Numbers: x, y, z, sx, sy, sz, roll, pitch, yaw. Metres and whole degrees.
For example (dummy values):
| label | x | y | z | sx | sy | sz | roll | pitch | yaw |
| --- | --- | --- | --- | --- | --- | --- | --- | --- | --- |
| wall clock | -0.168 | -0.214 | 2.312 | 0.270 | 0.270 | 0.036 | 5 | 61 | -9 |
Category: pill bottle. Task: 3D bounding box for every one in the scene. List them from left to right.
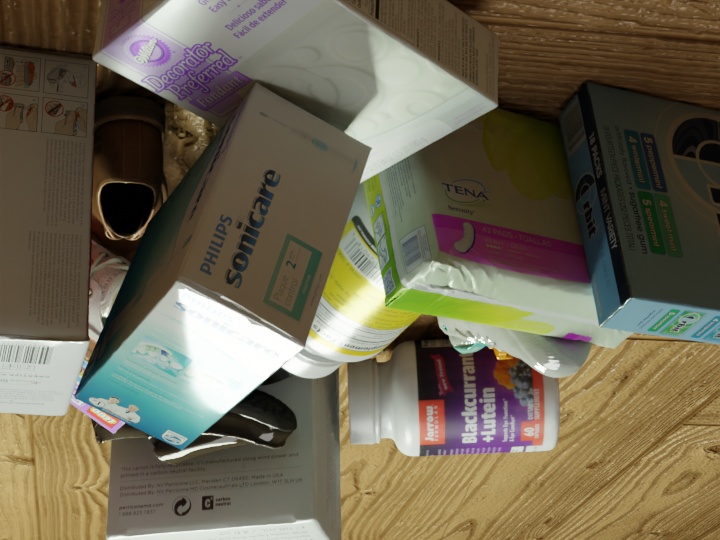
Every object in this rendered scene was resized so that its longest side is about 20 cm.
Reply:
| label | x | y | z | sx | sy | sz | roll | pitch | yaw |
| --- | --- | --- | --- | --- | --- | --- | --- | --- | --- |
| pill bottle | 0.000 | 0.000 | 1.044 | 0.111 | 0.112 | 0.200 | 12 | 143 | -29 |
| pill bottle | 0.087 | 0.122 | 1.342 | 0.198 | 0.112 | 0.112 | -3 | 155 | 0 |

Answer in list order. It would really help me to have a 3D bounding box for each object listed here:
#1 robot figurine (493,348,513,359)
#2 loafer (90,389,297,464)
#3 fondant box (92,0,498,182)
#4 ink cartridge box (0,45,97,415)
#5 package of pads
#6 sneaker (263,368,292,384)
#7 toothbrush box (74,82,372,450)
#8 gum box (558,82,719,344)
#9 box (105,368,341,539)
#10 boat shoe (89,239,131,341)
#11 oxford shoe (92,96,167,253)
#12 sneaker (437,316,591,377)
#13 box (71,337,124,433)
| label | x | y | z | sx | sy | sz | roll | pitch | yaw |
| --- | --- | --- | --- | --- | --- | --- | --- | --- | --- |
| robot figurine | 0.152 | 0.014 | 1.177 | 0.144 | 0.059 | 0.200 | -6 | 155 | 6 |
| loafer | -0.150 | 0.136 | 1.228 | 0.199 | 0.072 | 0.073 | 7 | -177 | 19 |
| fondant box | -0.036 | -0.133 | 0.825 | 0.199 | 0.059 | 0.144 | 27 | 143 | -34 |
| ink cartridge box | -0.226 | -0.015 | 0.914 | 0.083 | 0.201 | 0.176 | 5 | 154 | -17 |
| package of pads | 0.099 | -0.039 | 0.949 | 0.199 | 0.155 | 0.068 | 11 | 142 | -31 |
| sneaker | -0.126 | 0.063 | 1.217 | 0.199 | 0.077 | 0.111 | -19 | 141 | 18 |
| toothbrush box | -0.088 | 0.004 | 0.857 | 0.085 | 0.147 | 0.200 | 27 | 146 | -14 |
| gum box | 0.243 | -0.032 | 0.952 | 0.199 | 0.171 | 0.045 | 8 | 147 | -22 |
| box | -0.124 | 0.166 | 1.312 | 0.197 | 0.201 | 0.131 | -7 | 154 | 9 |
| boat shoe | -0.188 | 0.017 | 1.038 | 0.200 | 0.071 | 0.069 | 40 | 151 | -7 |
| oxford shoe | -0.174 | -0.048 | 1.003 | 0.071 | 0.072 | 0.200 | -1 | 159 | -9 |
| sneaker | 0.100 | 0.034 | 1.040 | 0.075 | 0.200 | 0.089 | 14 | 114 | -32 |
| box | -0.248 | 0.042 | 1.121 | 0.200 | 0.039 | 0.137 | 37 | 143 | -11 |
